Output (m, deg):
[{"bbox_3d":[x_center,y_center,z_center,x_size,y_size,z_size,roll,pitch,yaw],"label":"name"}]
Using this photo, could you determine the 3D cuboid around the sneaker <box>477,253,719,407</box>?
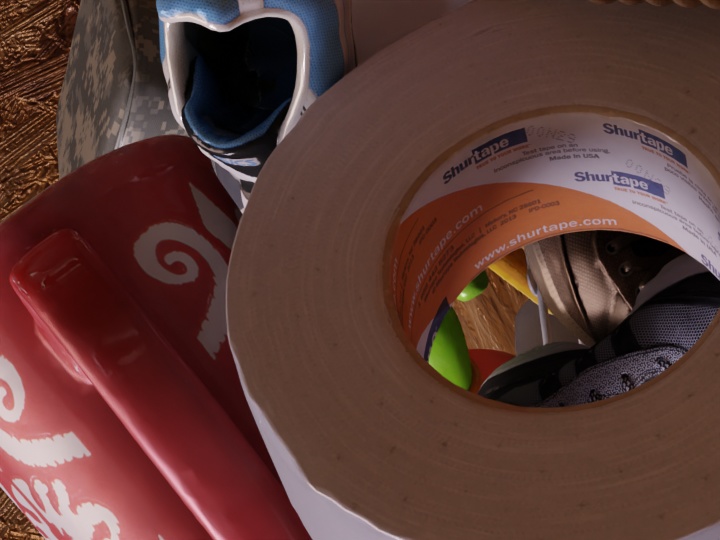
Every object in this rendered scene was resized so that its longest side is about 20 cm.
[{"bbox_3d":[0.086,0.063,0.976,0.076,0.114,0.200,53,142,-5],"label":"sneaker"}]

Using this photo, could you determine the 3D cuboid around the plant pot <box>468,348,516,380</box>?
[{"bbox_3d":[0.085,0.170,1.534,0.177,0.200,0.201,39,160,48],"label":"plant pot"}]

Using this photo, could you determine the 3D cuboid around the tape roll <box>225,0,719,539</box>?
[{"bbox_3d":[0.063,0.013,0.817,0.201,0.199,0.066,57,172,34],"label":"tape roll"}]

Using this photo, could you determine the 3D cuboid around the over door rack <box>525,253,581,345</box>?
[{"bbox_3d":[0.123,0.083,1.165,0.148,0.066,0.201,32,-145,-58],"label":"over door rack"}]

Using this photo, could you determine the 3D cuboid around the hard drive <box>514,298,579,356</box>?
[{"bbox_3d":[0.117,0.104,1.329,0.201,0.042,0.135,-96,-17,-54],"label":"hard drive"}]

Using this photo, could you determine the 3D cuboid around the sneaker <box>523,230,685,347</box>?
[{"bbox_3d":[0.132,0.025,1.058,0.201,0.070,0.075,62,151,2],"label":"sneaker"}]

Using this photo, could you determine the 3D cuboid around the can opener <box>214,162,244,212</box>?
[{"bbox_3d":[-0.065,-0.112,1.223,0.053,0.067,0.202,-3,-101,-48],"label":"can opener"}]

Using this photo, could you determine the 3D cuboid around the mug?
[{"bbox_3d":[-0.057,0.074,0.924,0.200,0.133,0.177,51,-157,14],"label":"mug"}]

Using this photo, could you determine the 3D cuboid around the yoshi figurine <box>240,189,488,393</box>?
[{"bbox_3d":[-0.005,0.010,1.081,0.112,0.112,0.201,24,143,42],"label":"yoshi figurine"}]

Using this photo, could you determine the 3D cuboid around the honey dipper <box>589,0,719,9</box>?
[{"bbox_3d":[0.029,-0.103,0.853,0.199,0.038,0.038,7,135,39],"label":"honey dipper"}]

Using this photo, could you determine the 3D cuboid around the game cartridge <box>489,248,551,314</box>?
[{"bbox_3d":[0.034,-0.080,1.281,0.201,0.032,0.176,58,-172,17],"label":"game cartridge"}]

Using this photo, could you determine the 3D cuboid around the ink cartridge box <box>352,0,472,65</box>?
[{"bbox_3d":[-0.016,-0.139,0.986,0.200,0.083,0.147,48,-164,-14],"label":"ink cartridge box"}]

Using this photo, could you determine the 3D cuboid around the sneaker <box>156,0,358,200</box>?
[{"bbox_3d":[-0.028,-0.047,0.894,0.071,0.073,0.201,19,151,25],"label":"sneaker"}]

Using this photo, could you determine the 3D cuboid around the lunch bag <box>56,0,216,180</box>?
[{"bbox_3d":[-0.054,-0.072,1.343,0.200,0.167,0.140,-106,30,-58],"label":"lunch bag"}]
